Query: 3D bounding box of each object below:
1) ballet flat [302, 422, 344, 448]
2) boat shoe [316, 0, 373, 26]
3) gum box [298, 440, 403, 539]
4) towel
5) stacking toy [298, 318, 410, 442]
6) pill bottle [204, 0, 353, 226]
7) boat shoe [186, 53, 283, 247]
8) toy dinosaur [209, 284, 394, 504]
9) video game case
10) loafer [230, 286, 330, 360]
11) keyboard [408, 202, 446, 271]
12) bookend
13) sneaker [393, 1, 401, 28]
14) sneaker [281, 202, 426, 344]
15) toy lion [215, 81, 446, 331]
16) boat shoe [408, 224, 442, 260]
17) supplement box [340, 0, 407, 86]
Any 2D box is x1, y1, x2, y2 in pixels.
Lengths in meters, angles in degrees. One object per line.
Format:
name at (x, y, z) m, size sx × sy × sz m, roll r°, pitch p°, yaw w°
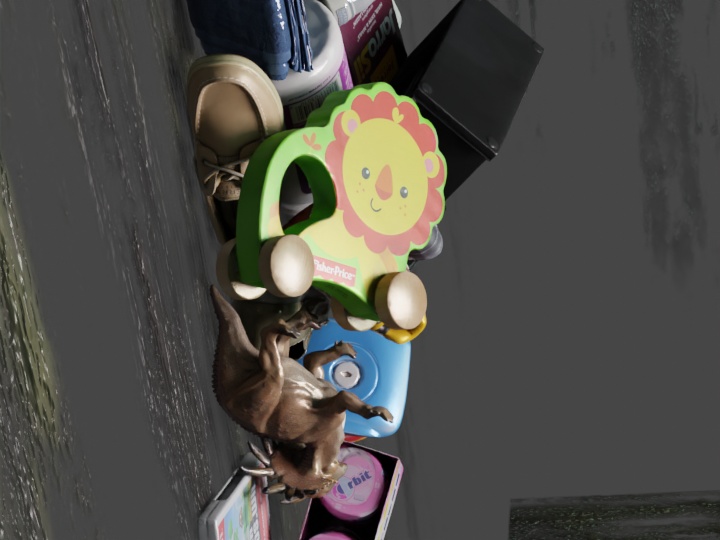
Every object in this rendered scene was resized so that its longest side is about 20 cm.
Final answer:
ballet flat at (-0.052, 0.124, 1.756) m, size 0.200 × 0.075 × 0.068 m, roll 66°, pitch 20°, yaw -68°
boat shoe at (-0.049, -0.293, 1.681) m, size 0.201 × 0.071 × 0.070 m, roll 56°, pitch -16°, yaw 12°
gum box at (-0.022, 0.250, 1.737) m, size 0.114 × 0.066 × 0.201 m, roll 73°, pitch 32°, yaw -81°
towel at (-0.093, -0.244, 1.526) m, size 0.049 × 0.111 × 0.200 m, roll -37°, pitch 133°, yaw -33°
stacking toy at (-0.022, 0.126, 1.953) m, size 0.200 × 0.116 × 0.110 m, roll 107°, pitch -7°, yaw -71°
pill bottle at (-0.057, -0.126, 1.693) m, size 0.200 × 0.112 × 0.113 m, roll 77°, pitch 13°, yaw -51°
boat shoe at (-0.093, -0.083, 1.573) m, size 0.200 × 0.071 × 0.065 m, roll 79°, pitch 11°, yaw -50°
toy dinosaur at (-0.066, 0.108, 1.610) m, size 0.200 × 0.136 × 0.086 m, roll 41°, pitch 16°, yaw -18°
video game case at (-0.096, 0.238, 1.615) m, size 0.200 × 0.017 × 0.143 m, roll -50°, pitch 137°, yaw -77°
loafer at (-0.072, 0.039, 1.717) m, size 0.200 × 0.075 × 0.070 m, roll 4°, pitch 96°, yaw -76°
keyboard at (0.022, -0.014, 1.976) m, size 0.200 × 0.040 × 0.104 m, roll -55°, pitch 156°, yaw -31°
bookend at (0.053, -0.123, 1.846) m, size 0.200 × 0.092 × 0.199 m, roll -45°, pitch -169°, yaw 37°
sneaker at (-0.014, -0.294, 1.906) m, size 0.200 × 0.080 × 0.077 m, roll 47°, pitch 28°, yaw -32°
sneaker at (0.000, 0.000, 1.677) m, size 0.200 × 0.078 × 0.082 m, roll 34°, pitch 20°, yaw -54°
toy lion at (-0.011, -0.057, 1.583) m, size 0.200 × 0.069 × 0.192 m, roll 16°, pitch 75°, yaw -44°
boat shoe at (-0.003, -0.056, 1.825) m, size 0.072 × 0.200 × 0.068 m, roll -57°, pitch 134°, yaw -12°
supplement box at (-0.036, -0.244, 1.818) m, size 0.110 × 0.085 × 0.200 m, roll -59°, pitch 143°, yaw -42°
